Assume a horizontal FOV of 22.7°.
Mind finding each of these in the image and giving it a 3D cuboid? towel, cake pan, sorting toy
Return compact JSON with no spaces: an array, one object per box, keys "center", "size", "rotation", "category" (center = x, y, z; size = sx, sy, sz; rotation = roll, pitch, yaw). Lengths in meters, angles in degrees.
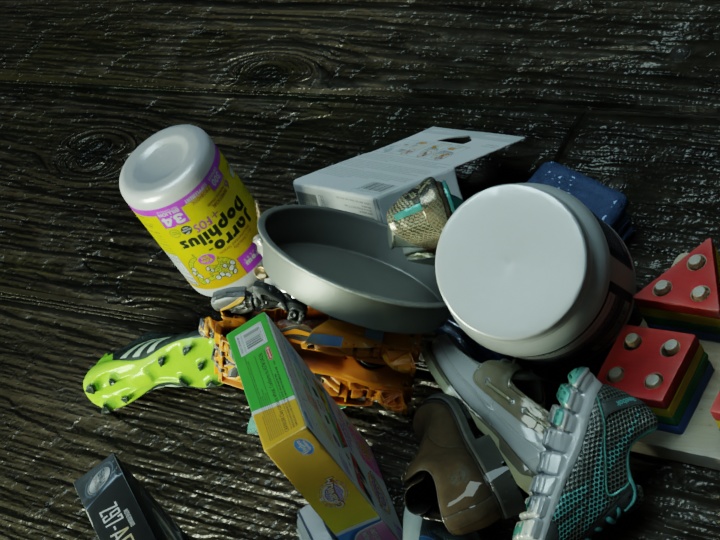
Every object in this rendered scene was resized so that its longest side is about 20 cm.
[{"center":[0.154,-0.003,1.650],"size":[0.111,0.049,0.200],"rotation":[31,74,31],"category":"towel"},{"center":[0.000,0.000,1.584],"size":[0.200,0.199,0.037],"rotation":[44,121,50],"category":"cake pan"},{"center":[0.302,0.060,1.478],"size":[0.199,0.070,0.199],"rotation":[8,56,41],"category":"sorting toy"}]

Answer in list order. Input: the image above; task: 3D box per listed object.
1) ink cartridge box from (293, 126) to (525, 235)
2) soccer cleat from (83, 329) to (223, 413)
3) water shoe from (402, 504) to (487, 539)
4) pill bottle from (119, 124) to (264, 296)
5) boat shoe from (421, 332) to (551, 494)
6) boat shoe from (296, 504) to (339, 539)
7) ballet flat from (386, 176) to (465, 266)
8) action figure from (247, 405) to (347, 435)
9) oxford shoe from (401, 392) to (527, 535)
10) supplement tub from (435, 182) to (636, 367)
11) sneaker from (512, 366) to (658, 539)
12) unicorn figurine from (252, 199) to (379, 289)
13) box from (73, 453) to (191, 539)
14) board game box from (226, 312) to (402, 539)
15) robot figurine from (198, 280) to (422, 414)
[{"center":[0.049,-0.092,1.795],"size":[0.173,0.044,0.200],"rotation":[-21,16,-22],"category":"ink cartridge box"},{"center":[-0.191,0.086,1.812],"size":[0.199,0.068,0.081],"rotation":[-15,30,23],"category":"soccer cleat"},{"center":[0.077,0.247,1.449],"size":[0.079,0.072,0.201],"rotation":[-18,42,17],"category":"water shoe"},{"center":[-0.150,-0.044,1.803],"size":[0.104,0.200,0.105],"rotation":[-19,42,18],"category":"pill bottle"},{"center":[0.127,0.113,1.542],"size":[0.068,0.075,0.200],"rotation":[-47,49,9],"category":"boat shoe"},{"center":[-0.029,0.280,1.498],"size":[0.070,0.071,0.200],"rotation":[-30,46,2],"category":"boat shoe"},{"center":[0.061,-0.035,1.556],"size":[0.075,0.200,0.068],"rotation":[-21,77,11],"category":"ballet flat"},{"center":[-0.045,0.062,1.742],"size":[0.118,0.055,0.201],"rotation":[-14,39,28],"category":"action figure"},{"center":[0.065,0.156,1.469],"size":[0.084,0.073,0.200],"rotation":[-28,17,-3],"category":"oxford shoe"},{"center":[0.146,0.005,1.489],"size":[0.140,0.200,0.141],"rotation":[-2,82,18],"category":"supplement tub"},{"center":[0.178,0.182,1.423],"size":[0.091,0.078,0.201],"rotation":[18,89,0],"category":"sneaker"},{"center":[-0.053,0.010,1.692],"size":[0.199,0.137,0.074],"rotation":[26,101,15],"category":"unicorn figurine"},{"center":[-0.148,0.266,1.489],"size":[0.043,0.200,0.160],"rotation":[-36,38,-2],"category":"box"},{"center":[-0.033,0.151,1.522],"size":[0.040,0.200,0.153],"rotation":[-31,39,6],"category":"board game box"},{"center":[-0.047,0.072,1.602],"size":[0.199,0.145,0.058],"rotation":[8,55,1],"category":"robot figurine"}]
